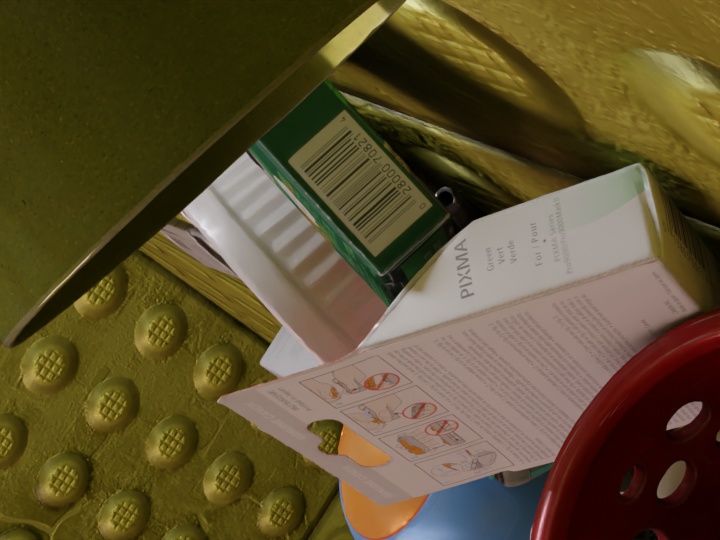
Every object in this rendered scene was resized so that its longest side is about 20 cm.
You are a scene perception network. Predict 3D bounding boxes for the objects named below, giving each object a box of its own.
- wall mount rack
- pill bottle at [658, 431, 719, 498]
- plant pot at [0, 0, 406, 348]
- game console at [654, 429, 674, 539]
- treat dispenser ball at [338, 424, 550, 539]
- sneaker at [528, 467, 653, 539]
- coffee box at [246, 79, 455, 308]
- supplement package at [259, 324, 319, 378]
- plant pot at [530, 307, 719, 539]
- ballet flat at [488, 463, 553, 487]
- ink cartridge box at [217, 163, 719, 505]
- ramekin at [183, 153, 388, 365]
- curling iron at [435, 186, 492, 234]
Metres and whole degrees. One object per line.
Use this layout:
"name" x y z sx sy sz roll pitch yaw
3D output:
"wall mount rack" -0.096 -0.028 1.578 0.174 0.075 0.200 40 172 -24
"pill bottle" 0.227 0.144 1.033 0.112 0.113 0.200 31 174 21
"plant pot" -0.106 -0.113 0.586 0.200 0.187 0.187 48 173 -2
"game console" 0.236 0.144 1.432 0.200 0.116 0.177 27 141 42
"treat dispenser ball" 0.084 0.127 1.213 0.200 0.201 0.201 33 174 4
"sneaker" 0.141 0.115 1.021 0.075 0.201 0.079 -14 152 37
"coffee box" -0.037 -0.072 0.822 0.200 0.044 0.123 47 177 12
"supplement package" 0.031 0.068 1.402 0.120 0.122 0.200 35 174 -22
"plant pot" 0.193 0.132 0.749 0.200 0.201 0.182 28 178 43
"ballet flat" 0.073 0.035 1.117 0.067 0.063 0.201 75 173 -62
"ink cartridge box" 0.061 0.036 0.807 0.199 0.050 0.161 -17 149 22
"ramekin" 0.000 0.000 0.996 0.202 0.094 0.202 48 180 0
"curling iron" 0.070 -0.014 1.005 0.050 0.026 0.200 38 177 22
